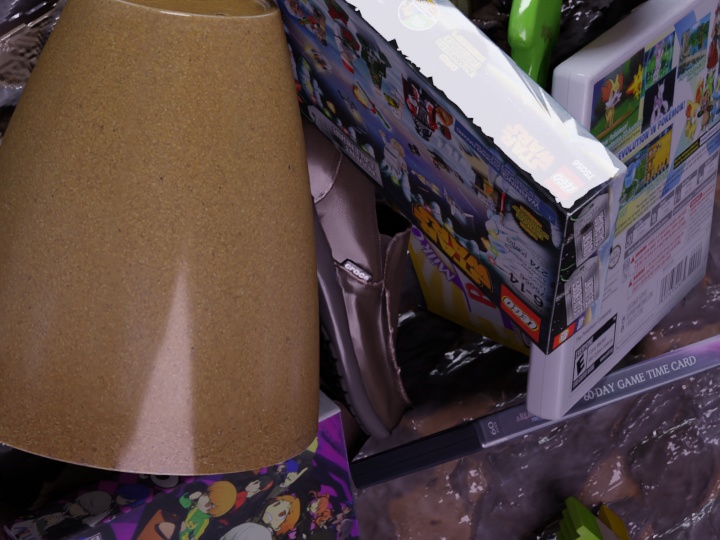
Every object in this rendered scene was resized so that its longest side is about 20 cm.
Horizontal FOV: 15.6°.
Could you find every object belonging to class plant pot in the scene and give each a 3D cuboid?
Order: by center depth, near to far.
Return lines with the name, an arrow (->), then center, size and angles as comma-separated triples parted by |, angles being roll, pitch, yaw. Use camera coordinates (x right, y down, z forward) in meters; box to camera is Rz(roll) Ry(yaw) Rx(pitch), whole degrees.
plant pot -> -0.097, -0.031, 1.219 | 0.186, 0.186, 0.200 | 0, 109, -27

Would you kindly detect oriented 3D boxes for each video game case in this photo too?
video game case -> 0.138, -0.045, 1.324 | 0.200, 0.022, 0.183 | -37, 136, -54
video game case -> -0.081, 0.178, 1.366 | 0.181, 0.036, 0.200 | -24, 126, -23
video game case -> 0.109, 0.071, 1.399 | 0.200, 0.143, 0.019 | -16, 85, -29

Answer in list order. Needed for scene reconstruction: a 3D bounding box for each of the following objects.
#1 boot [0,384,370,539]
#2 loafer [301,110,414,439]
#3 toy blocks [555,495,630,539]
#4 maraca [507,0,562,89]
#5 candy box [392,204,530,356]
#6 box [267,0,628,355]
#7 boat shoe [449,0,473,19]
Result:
boot -> -0.101, 0.111, 1.390 | 0.200, 0.072, 0.166 | 27, 95, -36
loafer -> 0.000, 0.000, 1.337 | 0.071, 0.073, 0.200 | -25, 127, -12
toy blocks -> 0.129, 0.234, 1.573 | 0.137, 0.100, 0.200 | -35, 131, 15
maraca -> 0.091, -0.179, 1.218 | 0.107, 0.137, 0.200 | 9, 96, 13
candy box -> 0.051, -0.041, 1.322 | 0.026, 0.102, 0.200 | -41, 134, -23
box -> 0.035, -0.067, 1.201 | 0.040, 0.200, 0.137 | -38, 158, -17
boat shoe -> 0.002, -0.190, 1.219 | 0.066, 0.074, 0.200 | -17, 132, 8
